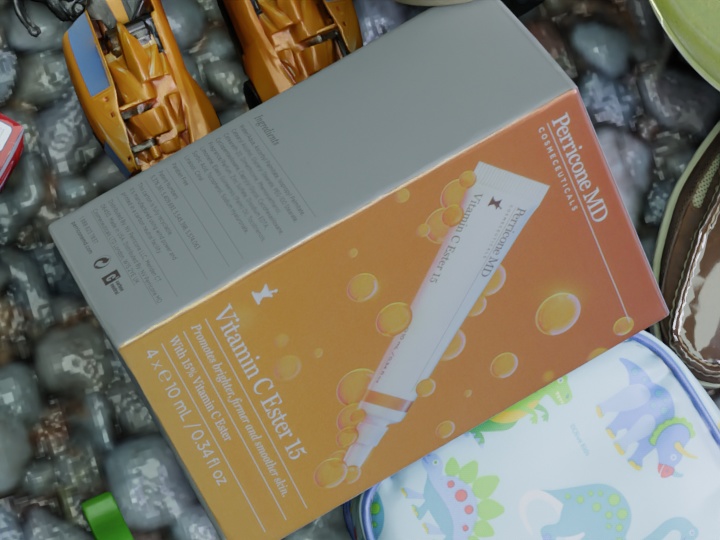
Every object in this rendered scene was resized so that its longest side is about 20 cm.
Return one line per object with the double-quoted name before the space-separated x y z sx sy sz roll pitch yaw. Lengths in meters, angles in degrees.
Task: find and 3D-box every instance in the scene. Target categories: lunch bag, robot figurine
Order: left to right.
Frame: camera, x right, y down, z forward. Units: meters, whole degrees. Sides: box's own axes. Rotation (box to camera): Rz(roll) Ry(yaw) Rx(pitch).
"robot figurine" -0.070 -0.119 1.226 0.145 0.058 0.201 -23 89 -11
"lunch bag" 0.102 0.131 1.217 0.161 0.082 0.200 -34 90 -7

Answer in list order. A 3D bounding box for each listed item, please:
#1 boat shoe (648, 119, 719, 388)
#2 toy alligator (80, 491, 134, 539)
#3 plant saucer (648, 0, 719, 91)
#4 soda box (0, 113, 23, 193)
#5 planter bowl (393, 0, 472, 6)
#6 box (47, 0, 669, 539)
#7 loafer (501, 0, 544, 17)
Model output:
"boat shoe" 0.181 -0.047 1.243 0.075 0.075 0.203 25 83 -4
"toy alligator" -0.066 0.183 1.207 0.059 0.054 0.201 -23 89 -8
"plant saucer" 0.184 -0.158 1.179 0.199 0.031 0.201 -5 101 -26
"soda box" -0.236 -0.074 1.197 0.200 0.070 0.064 29 84 -4
"planter bowl" 0.022 -0.189 1.153 0.200 0.135 0.201 -12 51 15
"box" 0.000 0.000 1.169 0.200 0.098 0.125 -30 127 -4
"loafer" 0.091 -0.193 1.253 0.068 0.070 0.201 30 96 -45
